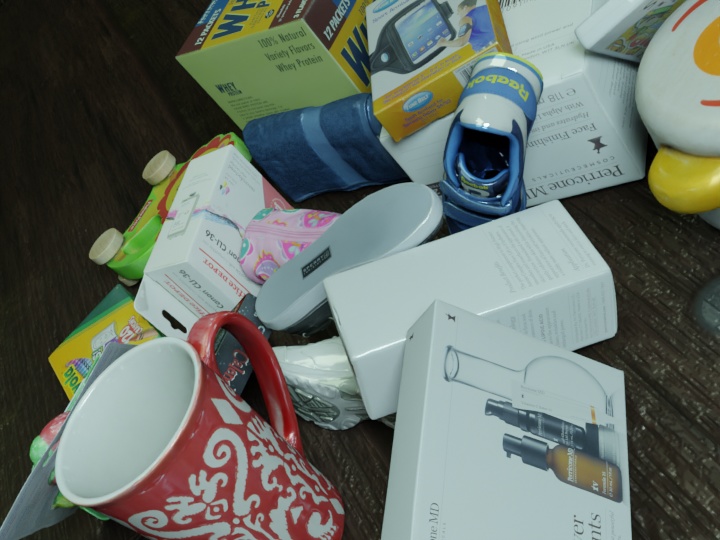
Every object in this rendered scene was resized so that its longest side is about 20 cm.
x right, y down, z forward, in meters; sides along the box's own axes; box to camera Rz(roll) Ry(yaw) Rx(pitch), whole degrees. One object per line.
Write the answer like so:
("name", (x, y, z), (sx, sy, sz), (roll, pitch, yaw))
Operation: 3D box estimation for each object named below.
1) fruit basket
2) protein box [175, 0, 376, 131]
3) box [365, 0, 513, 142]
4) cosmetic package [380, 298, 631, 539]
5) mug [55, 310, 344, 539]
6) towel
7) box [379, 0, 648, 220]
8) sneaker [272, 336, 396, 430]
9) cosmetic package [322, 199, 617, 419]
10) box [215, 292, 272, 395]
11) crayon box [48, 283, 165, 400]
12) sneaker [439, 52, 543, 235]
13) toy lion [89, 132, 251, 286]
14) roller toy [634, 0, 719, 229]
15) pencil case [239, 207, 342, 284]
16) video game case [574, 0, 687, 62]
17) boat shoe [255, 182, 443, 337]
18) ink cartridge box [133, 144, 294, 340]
("fruit basket", (-0.240, 0.142, 0.839), (0.094, 0.200, 0.186), (29, 87, 11))
("protein box", (-0.049, -0.227, 1.052), (0.198, 0.200, 0.135), (-3, 52, 41))
("box", (0.064, -0.211, 0.847), (0.119, 0.041, 0.200), (-28, 42, 22))
("cosmetic package", (0.095, 0.132, 0.607), (0.052, 0.150, 0.200), (124, 161, -48))
("mug", (-0.096, 0.144, 0.733), (0.178, 0.200, 0.133), (-50, 36, -10))
("towel", (-0.027, -0.127, 1.009), (0.200, 0.112, 0.049), (-3, 53, 41))
("box", (0.148, -0.171, 0.871), (0.198, 0.131, 0.200), (-14, 46, 35))
("sneaker", (0.003, 0.080, 0.822), (0.199, 0.078, 0.100), (3, 49, 34))
("cosmetic package", (0.082, 0.028, 0.732), (0.199, 0.074, 0.102), (-19, 38, -2))
("box", (-0.148, 0.129, 0.881), (0.200, 0.038, 0.137), (-65, 11, -26))
("crayon box", (-0.253, 0.108, 1.035), (0.119, 0.058, 0.200), (-48, 37, -5))
("sneaker", (0.097, -0.073, 0.775), (0.074, 0.200, 0.082), (11, 47, 13))
("toy lion", (-0.217, -0.078, 1.160), (0.191, 0.069, 0.200), (0, 54, 52))
("roller toy", (0.295, -0.126, 0.682), (0.200, 0.140, 0.183), (-25, 40, 24))
("pencil case", (-0.031, -0.020, 0.931), (0.200, 0.087, 0.088), (5, 58, 47))
("video game case", (0.277, -0.227, 0.744), (0.182, 0.200, 0.023), (-39, 73, 32))
("boat shoe", (0.000, 0.000, 0.811), (0.200, 0.066, 0.070), (-37, 44, 26))
("ink cartridge box", (-0.150, -0.016, 1.012), (0.067, 0.116, 0.200), (-14, 46, 35))
